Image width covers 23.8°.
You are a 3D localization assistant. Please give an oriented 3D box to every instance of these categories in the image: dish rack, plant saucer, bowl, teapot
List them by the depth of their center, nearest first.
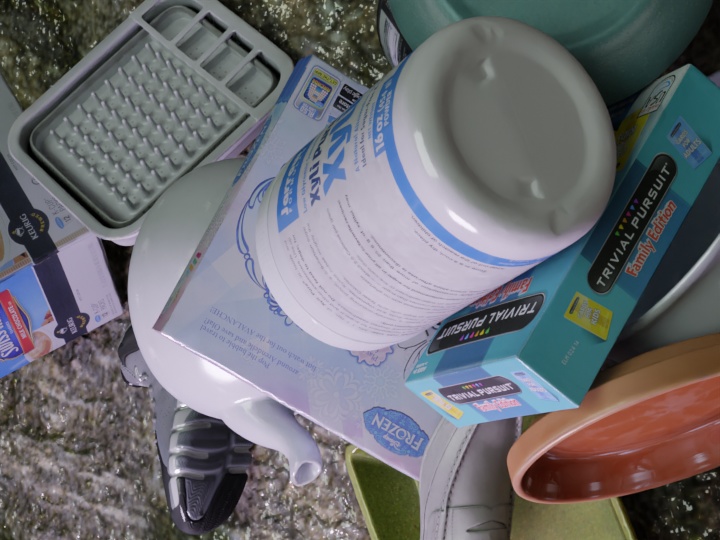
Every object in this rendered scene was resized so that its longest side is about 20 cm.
[{"bbox_3d":[0.105,-0.189,0.963,0.197,0.036,0.203,-1,85,10],"label":"plant saucer"},{"bbox_3d":[0.178,0.081,0.973,0.200,0.199,0.033,-33,63,34],"label":"plant saucer"},{"bbox_3d":[0.206,-0.015,0.997,0.202,0.090,0.202,-52,15,20],"label":"bowl"},{"bbox_3d":[0.100,0.171,1.134,0.199,0.048,0.202,-33,68,35],"label":"plant saucer"},{"bbox_3d":[-0.052,0.009,1.178,0.145,0.197,0.202,-2,119,44],"label":"teapot"},{"bbox_3d":[-0.157,-0.116,1.315,0.200,0.044,0.171,-43,57,-11],"label":"dish rack"}]

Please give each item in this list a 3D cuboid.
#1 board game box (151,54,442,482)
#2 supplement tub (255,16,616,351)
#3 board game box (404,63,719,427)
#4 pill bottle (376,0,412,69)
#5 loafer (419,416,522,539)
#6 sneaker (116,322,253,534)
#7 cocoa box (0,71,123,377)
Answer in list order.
[{"bbox_3d":[0.000,0.000,1.099,0.200,0.199,0.043,-61,14,-8],"label":"board game box"},{"bbox_3d":[0.037,-0.043,0.946,0.200,0.131,0.133,-34,66,55],"label":"supplement tub"},{"bbox_3d":[0.119,-0.011,0.974,0.201,0.047,0.151,-57,13,-20],"label":"board game box"},{"bbox_3d":[0.069,-0.149,1.095,0.107,0.105,0.200,-64,21,19],"label":"pill bottle"},{"bbox_3d":[0.070,0.168,1.081,0.070,0.069,0.202,34,120,51],"label":"loafer"},{"bbox_3d":[-0.144,0.105,1.337,0.115,0.075,0.202,-9,73,45],"label":"sneaker"},{"bbox_3d":[-0.303,-0.039,1.398,0.201,0.130,0.134,55,165,27],"label":"cocoa box"}]
